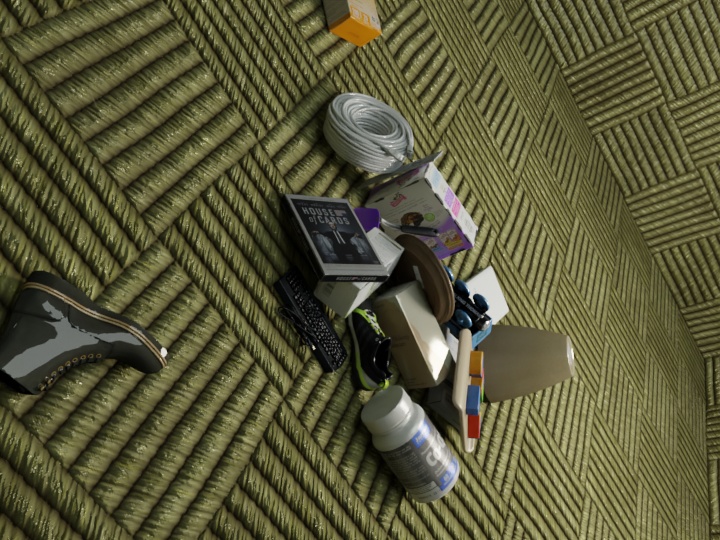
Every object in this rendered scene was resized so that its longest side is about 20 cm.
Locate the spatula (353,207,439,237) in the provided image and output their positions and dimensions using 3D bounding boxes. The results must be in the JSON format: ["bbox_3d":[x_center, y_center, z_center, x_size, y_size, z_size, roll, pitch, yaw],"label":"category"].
[{"bbox_3d":[0.073,-0.095,1.463,0.196,0.021,0.057,10,61,-13],"label":"spatula"}]

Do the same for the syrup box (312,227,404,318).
[{"bbox_3d":[0.000,0.000,1.339,0.081,0.079,0.200,36,36,9],"label":"syrup box"}]

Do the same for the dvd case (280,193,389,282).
[{"bbox_3d":[-0.048,-0.060,1.278,0.148,0.025,0.202,1,49,-38],"label":"dvd case"}]

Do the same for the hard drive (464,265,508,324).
[{"bbox_3d":[0.314,0.078,1.787,0.199,0.026,0.134,-27,96,-55],"label":"hard drive"}]

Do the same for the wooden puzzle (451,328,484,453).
[{"bbox_3d":[0.232,0.252,1.450,0.202,0.045,0.187,71,26,-46],"label":"wooden puzzle"}]

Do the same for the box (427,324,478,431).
[{"bbox_3d":[0.216,0.241,1.563,0.156,0.041,0.203,41,45,-35],"label":"box"}]

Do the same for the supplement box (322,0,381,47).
[{"bbox_3d":[-0.030,-0.651,1.645,0.125,0.073,0.204,4,70,-53],"label":"supplement box"}]

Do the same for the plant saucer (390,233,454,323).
[{"bbox_3d":[0.118,0.022,1.432,0.029,0.199,0.203,-27,96,-25],"label":"plant saucer"}]

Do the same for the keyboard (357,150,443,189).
[{"bbox_3d":[0.081,-0.211,1.468,0.056,0.198,0.011,-40,109,-53],"label":"keyboard"}]

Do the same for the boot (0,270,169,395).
[{"bbox_3d":[-0.348,0.112,0.856,0.199,0.077,0.140,34,51,-22],"label":"boot"}]

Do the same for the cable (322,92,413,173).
[{"bbox_3d":[0.018,-0.292,1.470,0.197,0.070,0.202,22,40,-6],"label":"cable"}]

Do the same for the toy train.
[{"bbox_3d":[0.202,0.077,1.526,0.086,0.199,0.115,-37,149,-22],"label":"toy train"}]

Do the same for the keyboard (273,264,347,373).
[{"bbox_3d":[-0.081,0.091,1.242,0.202,0.039,0.104,59,36,-13],"label":"keyboard"}]

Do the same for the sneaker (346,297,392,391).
[{"bbox_3d":[0.028,0.131,1.328,0.071,0.082,0.204,19,57,-48],"label":"sneaker"}]

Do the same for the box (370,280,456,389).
[{"bbox_3d":[0.107,0.131,1.417,0.077,0.094,0.203,-31,97,-39],"label":"box"}]

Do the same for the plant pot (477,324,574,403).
[{"bbox_3d":[0.398,0.210,1.650,0.187,0.197,0.191,35,51,-58],"label":"plant pot"}]

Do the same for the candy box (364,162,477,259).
[{"bbox_3d":[0.133,-0.117,1.520,0.201,0.166,0.072,50,39,-25],"label":"candy box"}]

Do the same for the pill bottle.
[{"bbox_3d":[0.091,0.320,1.294,0.201,0.113,0.114,56,37,-18],"label":"pill bottle"}]
